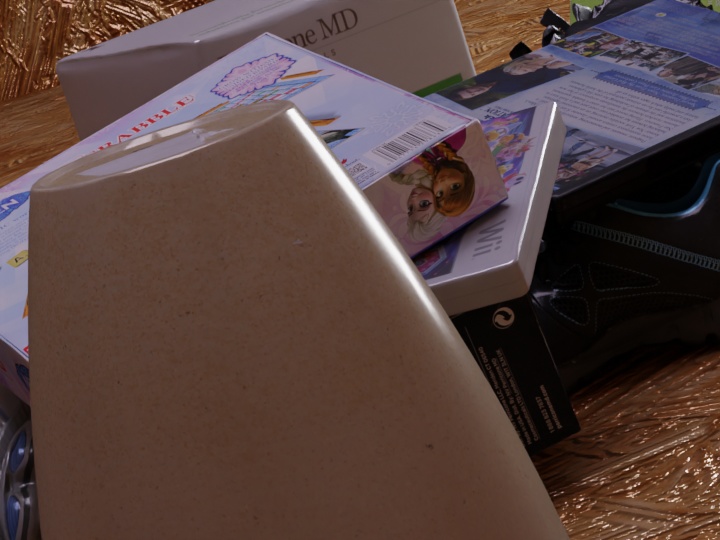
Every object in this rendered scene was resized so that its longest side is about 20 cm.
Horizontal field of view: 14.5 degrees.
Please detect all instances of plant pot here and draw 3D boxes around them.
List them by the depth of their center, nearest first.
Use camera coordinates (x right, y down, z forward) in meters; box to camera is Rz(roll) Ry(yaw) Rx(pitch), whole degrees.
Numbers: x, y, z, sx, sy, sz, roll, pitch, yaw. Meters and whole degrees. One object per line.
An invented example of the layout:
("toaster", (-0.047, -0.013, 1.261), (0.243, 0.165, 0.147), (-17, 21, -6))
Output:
("plant pot", (-0.037, 0.051, 0.953), (0.187, 0.200, 0.187), (-18, 10, 3))

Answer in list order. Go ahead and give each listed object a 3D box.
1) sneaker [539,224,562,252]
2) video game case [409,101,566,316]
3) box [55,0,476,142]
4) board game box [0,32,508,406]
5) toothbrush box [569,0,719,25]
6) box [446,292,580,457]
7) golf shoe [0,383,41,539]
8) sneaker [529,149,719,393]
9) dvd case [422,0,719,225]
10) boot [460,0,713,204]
("sneaker", (0.074, -0.006, 1.470), (0.088, 0.074, 0.200), (-40, 16, 6))
("video game case", (-0.017, -0.006, 1.167), (0.200, 0.018, 0.143), (-15, 25, 19))
("box", (-0.051, -0.094, 1.828), (0.199, 0.171, 0.200), (-24, 12, -30))
("board game box", (-0.071, -0.018, 1.165), (0.200, 0.041, 0.199), (-31, 26, -16))
("toothbrush box", (0.234, -0.117, 1.552), (0.146, 0.086, 0.200), (14, -14, -43))
("box", (-0.014, 0.036, 1.191), (0.141, 0.079, 0.200), (-25, 24, -9))
("golf shoe", (-0.160, 0.058, 1.249), (0.097, 0.078, 0.200), (-9, 44, 17))
("sneaker", (0.098, 0.008, 1.285), (0.200, 0.082, 0.073), (-20, 13, -2))
("dvd case", (0.119, -0.077, 1.317), (0.200, 0.018, 0.143), (-24, 30, -31))
("boot", (0.150, -0.074, 1.409), (0.198, 0.073, 0.162), (23, 36, 36))
